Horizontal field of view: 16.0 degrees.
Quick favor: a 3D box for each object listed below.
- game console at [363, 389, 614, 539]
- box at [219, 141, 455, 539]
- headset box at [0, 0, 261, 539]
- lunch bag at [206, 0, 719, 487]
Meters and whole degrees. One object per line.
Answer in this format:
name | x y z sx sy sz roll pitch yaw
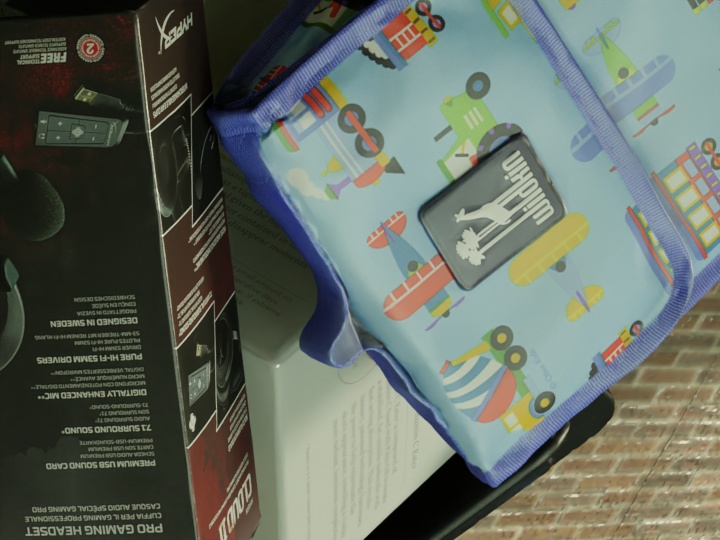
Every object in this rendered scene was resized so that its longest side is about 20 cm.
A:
game console | 0.014 0.114 1.026 0.200 0.117 0.176 -36 143 9
box | 0.000 0.000 0.900 0.200 0.097 0.125 -40 146 -35
headset box | -0.115 0.017 0.762 0.148 0.077 0.201 -1 106 12
lunch bag | 0.047 -0.045 0.804 0.200 0.094 0.151 -46 118 -20
